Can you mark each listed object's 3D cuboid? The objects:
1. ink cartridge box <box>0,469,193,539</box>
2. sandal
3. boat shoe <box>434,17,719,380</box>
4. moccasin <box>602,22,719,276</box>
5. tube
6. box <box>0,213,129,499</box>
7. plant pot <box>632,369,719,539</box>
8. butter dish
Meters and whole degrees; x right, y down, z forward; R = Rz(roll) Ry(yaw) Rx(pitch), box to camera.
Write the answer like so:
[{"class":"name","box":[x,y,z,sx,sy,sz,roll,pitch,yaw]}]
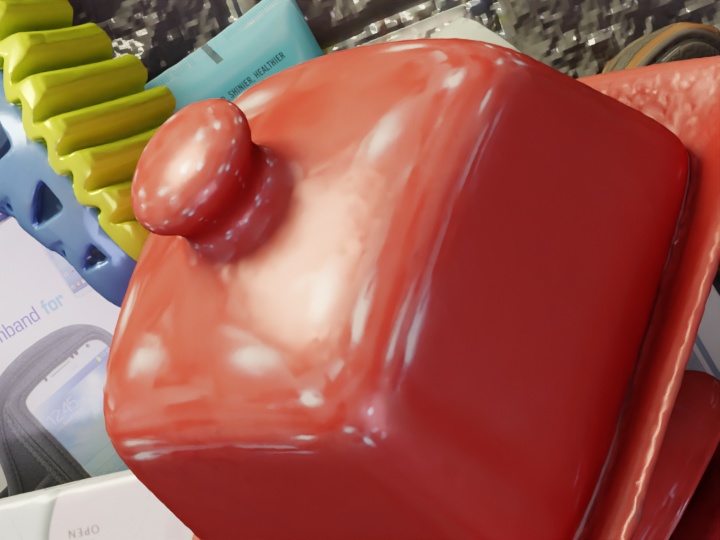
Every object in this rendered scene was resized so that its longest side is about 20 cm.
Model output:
[{"class":"ink cartridge box","box":[-0.074,0.172,0.835,0.162,0.057,0.201,-13,78,13]},{"class":"sandal","box":[-0.127,-0.054,0.822,0.200,0.079,0.087,48,115,22]},{"class":"boat shoe","box":[0.075,0.005,0.849,0.071,0.070,0.201,-40,105,-11]},{"class":"moccasin","box":[0.160,-0.003,0.857,0.201,0.078,0.074,40,87,-6]},{"class":"tube","box":[0.000,0.000,0.867,0.077,0.050,0.200,-39,101,-22]},{"class":"box","box":[-0.090,0.041,0.884,0.119,0.041,0.200,-31,105,9]},{"class":"plant pot","box":[0.121,0.142,0.772,0.182,0.200,0.201,36,103,0]},{"class":"butter dish","box":[-0.006,0.002,0.718,0.148,0.200,0.200,35,65,-34]}]
